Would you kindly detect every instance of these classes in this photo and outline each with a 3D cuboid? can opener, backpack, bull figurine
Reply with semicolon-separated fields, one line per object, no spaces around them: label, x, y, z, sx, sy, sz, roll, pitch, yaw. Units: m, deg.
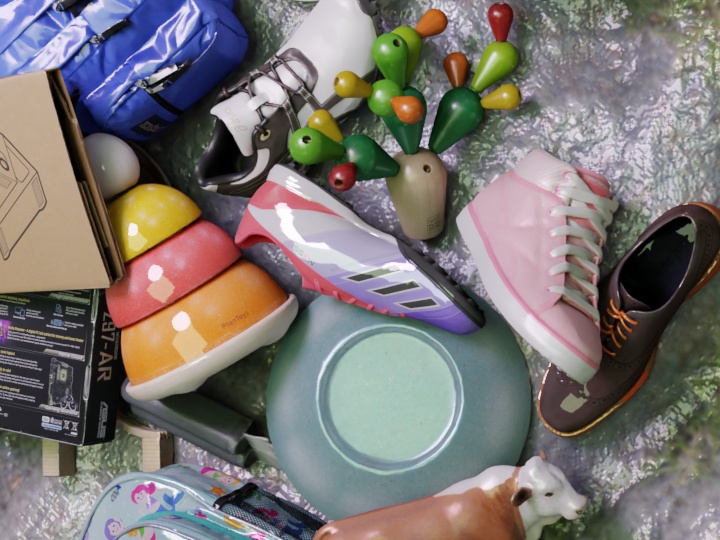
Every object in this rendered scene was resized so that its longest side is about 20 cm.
can opener;-0.091;0.121;1.599;0.200;0.053;0.067;19;66;21
backpack;-0.202;-0.178;1.567;0.200;0.163;0.168;-36;75;7
bull figurine;0.067;0.201;1.478;0.200;0.065;0.122;-12;110;3
backpack;-0.126;0.243;1.558;0.200;0.151;0.178;27;104;26

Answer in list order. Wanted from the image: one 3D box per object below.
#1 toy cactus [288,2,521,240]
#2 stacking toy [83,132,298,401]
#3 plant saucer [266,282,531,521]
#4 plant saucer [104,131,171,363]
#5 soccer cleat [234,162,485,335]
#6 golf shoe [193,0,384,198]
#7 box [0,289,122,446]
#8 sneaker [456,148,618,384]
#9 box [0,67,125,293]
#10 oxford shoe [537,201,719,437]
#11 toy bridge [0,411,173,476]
toy cactus;0.044;-0.098;1.497;0.102;0.200;0.165;23;136;40
stacking toy;-0.150;-0.015;1.544;0.146;0.146;0.200;-26;96;21
plant saucer;0.024;0.096;1.519;0.201;0.039;0.201;-2;81;10
plant saucer;-0.222;-0.016;1.660;0.200;0.034;0.200;0;90;23
soccer cleat;0.000;0.000;1.506;0.200;0.068;0.073;34;86;16
golf shoe;-0.054;-0.126;1.530;0.078;0.094;0.200;46;123;25
box;-0.280;0.044;1.638;0.200;0.044;0.160;8;95;29
sneaker;0.140;-0.015;1.441;0.105;0.075;0.200;-44;36;15
box;-0.268;-0.062;1.539;0.200;0.021;0.164;-3;109;44
oxford shoe;0.183;0.033;1.460;0.071;0.073;0.200;37;104;19
toy bridge;-0.245;0.133;1.671;0.200;0.027;0.067;-1;88;24
